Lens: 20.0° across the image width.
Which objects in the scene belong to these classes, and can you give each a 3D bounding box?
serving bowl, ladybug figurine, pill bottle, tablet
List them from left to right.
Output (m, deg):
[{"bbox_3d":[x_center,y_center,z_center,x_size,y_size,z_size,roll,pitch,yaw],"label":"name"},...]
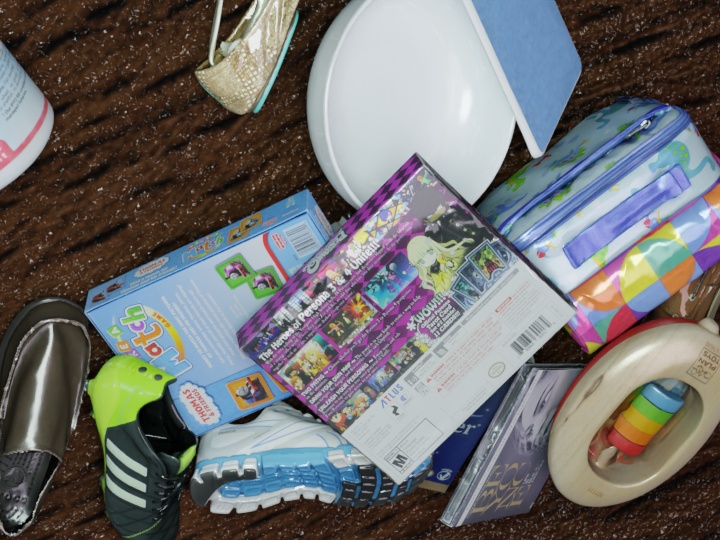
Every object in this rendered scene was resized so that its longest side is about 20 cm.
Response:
[{"bbox_3d":[-0.311,-0.150,1.423,0.109,0.109,0.200,-40,121,-5],"label":"pill bottle"},{"bbox_3d":[0.031,-0.136,1.601,0.199,0.066,0.202,-11,107,-38],"label":"serving bowl"},{"bbox_3d":[0.121,-0.204,1.615,0.201,0.014,0.130,62,38,-31],"label":"tablet"},{"bbox_3d":[0.235,0.112,1.733,0.135,0.072,0.200,30,111,-29],"label":"ladybug figurine"}]

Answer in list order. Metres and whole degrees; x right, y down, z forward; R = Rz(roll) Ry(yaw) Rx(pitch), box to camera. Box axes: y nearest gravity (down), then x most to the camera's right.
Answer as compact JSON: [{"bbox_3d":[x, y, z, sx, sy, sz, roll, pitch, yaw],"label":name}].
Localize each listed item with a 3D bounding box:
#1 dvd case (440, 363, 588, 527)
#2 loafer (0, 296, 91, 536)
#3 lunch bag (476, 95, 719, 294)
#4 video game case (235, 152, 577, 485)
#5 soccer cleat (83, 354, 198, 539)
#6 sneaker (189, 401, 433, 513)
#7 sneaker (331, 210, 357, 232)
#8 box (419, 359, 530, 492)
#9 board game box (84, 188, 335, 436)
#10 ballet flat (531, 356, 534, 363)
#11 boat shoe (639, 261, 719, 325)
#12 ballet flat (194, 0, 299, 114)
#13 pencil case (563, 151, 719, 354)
[{"bbox_3d":[0.142,0.147,1.743,0.149,0.016,0.200,-63,158,9],"label":"dvd case"},{"bbox_3d":[-0.248,0.119,1.584,0.072,0.071,0.201,7,108,-27],"label":"loafer"},{"bbox_3d":[0.186,-0.058,1.659,0.199,0.161,0.083,-36,106,-5],"label":"lunch bag"},{"bbox_3d":[0.036,0.040,1.559,0.200,0.036,0.181,-45,113,9],"label":"video game case"},{"bbox_3d":[-0.165,0.156,1.616,0.068,0.081,0.201,-47,141,-40],"label":"soccer cleat"},{"bbox_3d":[-0.040,0.142,1.665,0.198,0.087,0.075,0,137,-5],"label":"sneaker"},{"bbox_3d":[0.000,0.000,1.658,0.199,0.067,0.091,-19,120,-13],"label":"sneaker"},{"bbox_3d":[0.058,0.099,1.692,0.120,0.033,0.201,14,126,-21],"label":"box"},{"bbox_3d":[-0.093,0.039,1.599,0.199,0.037,0.152,-24,122,14],"label":"board game box"},{"bbox_3d":[0.106,0.059,1.739,0.062,0.067,0.201,-45,131,-22],"label":"ballet flat"},{"bbox_3d":[0.280,0.016,1.796,0.068,0.072,0.201,35,85,-27],"label":"boat shoe"},{"bbox_3d":[-0.067,-0.216,1.537,0.065,0.071,0.201,24,96,-16],"label":"ballet flat"},{"bbox_3d":[0.241,-0.016,1.730,0.199,0.089,0.089,-34,121,4],"label":"pencil case"}]
